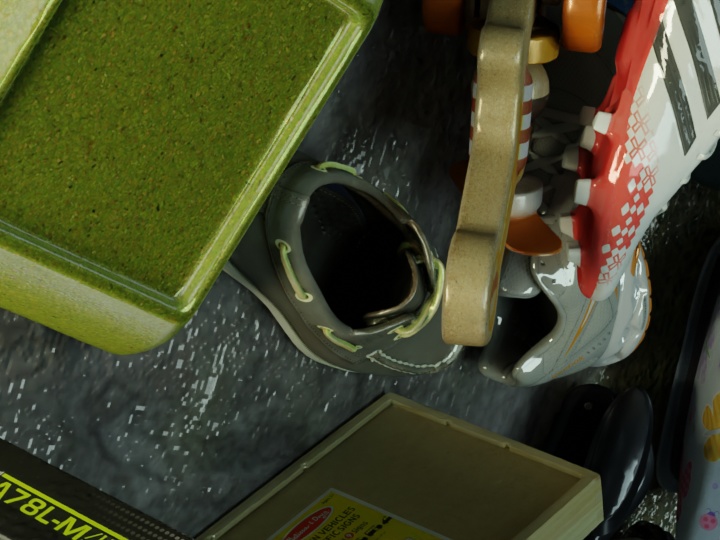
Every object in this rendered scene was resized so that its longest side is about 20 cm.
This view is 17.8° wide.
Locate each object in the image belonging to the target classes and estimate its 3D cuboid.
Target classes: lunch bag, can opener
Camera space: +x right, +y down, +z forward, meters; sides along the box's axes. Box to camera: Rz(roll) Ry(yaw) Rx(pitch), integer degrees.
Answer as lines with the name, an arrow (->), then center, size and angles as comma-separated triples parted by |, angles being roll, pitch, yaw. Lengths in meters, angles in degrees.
lunch bag -> 0.236, 0.072, 1.282 | 0.200, 0.126, 0.171 | -54, 154, -70
can opener -> 0.098, 0.151, 1.190 | 0.201, 0.063, 0.079 | -66, 161, -8

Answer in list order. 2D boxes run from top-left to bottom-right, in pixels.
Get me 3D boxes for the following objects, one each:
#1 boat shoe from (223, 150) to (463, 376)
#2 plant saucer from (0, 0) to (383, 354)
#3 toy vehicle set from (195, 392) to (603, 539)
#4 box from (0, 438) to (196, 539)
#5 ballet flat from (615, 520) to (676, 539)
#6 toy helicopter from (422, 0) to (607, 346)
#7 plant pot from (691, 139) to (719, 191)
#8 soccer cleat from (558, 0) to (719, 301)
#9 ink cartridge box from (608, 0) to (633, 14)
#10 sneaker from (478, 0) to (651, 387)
boat shoe -> -0.001, 0.003, 0.995 | 0.202, 0.060, 0.073 | 38, 75, -53
plant saucer -> -0.083, -0.068, 0.822 | 0.199, 0.048, 0.201 | 27, 97, -50
toy vehicle set -> -0.002, 0.129, 0.999 | 0.200, 0.124, 0.027 | -35, 131, -38
box -> -0.091, 0.169, 0.838 | 0.047, 0.199, 0.195 | -34, 130, -36
ballet flat -> 0.111, 0.201, 1.243 | 0.200, 0.072, 0.073 | -38, 133, -36
toy helicopter -> 0.057, -0.044, 0.993 | 0.133, 0.078, 0.201 | 90, 10, -50
plant pot -> 0.274, -0.087, 1.206 | 0.199, 0.187, 0.202 | -26, 126, -43
soccer cleat -> 0.144, -0.075, 1.025 | 0.069, 0.084, 0.202 | -94, -164, -71
ink cartridge box -> 0.212, -0.142, 1.088 | 0.116, 0.199, 0.067 | -45, 137, -29
sneaker -> 0.095, -0.031, 1.098 | 0.092, 0.075, 0.202 | -25, 124, -39
